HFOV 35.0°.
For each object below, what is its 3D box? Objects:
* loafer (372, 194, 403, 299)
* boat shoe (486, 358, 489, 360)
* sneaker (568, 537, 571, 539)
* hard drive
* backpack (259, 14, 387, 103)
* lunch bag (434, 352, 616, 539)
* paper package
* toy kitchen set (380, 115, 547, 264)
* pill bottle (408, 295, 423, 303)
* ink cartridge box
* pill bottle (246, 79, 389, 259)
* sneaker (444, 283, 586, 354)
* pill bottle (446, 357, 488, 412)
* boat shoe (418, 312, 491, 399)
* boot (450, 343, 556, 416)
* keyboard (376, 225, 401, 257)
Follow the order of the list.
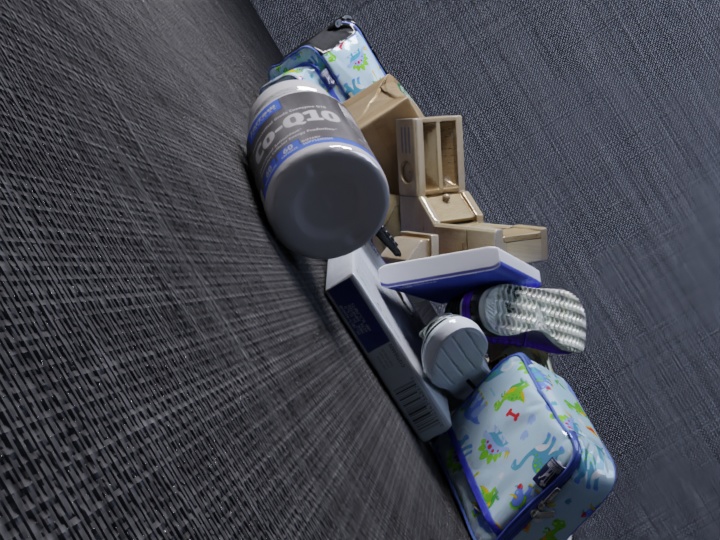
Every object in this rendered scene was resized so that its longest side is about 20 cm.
[{"bbox_3d":[0.042,-0.013,1.519,0.076,0.067,0.200,-125,-159,-60],"label":"loafer"},{"bbox_3d":[0.160,0.146,1.568,0.065,0.072,0.200,115,-37,-44],"label":"boat shoe"},{"bbox_3d":[0.224,0.322,1.553,0.078,0.091,0.200,5,66,-32],"label":"sneaker"},{"bbox_3d":[0.116,0.008,1.278,0.200,0.132,0.025,18,64,-68],"label":"hard drive"},{"bbox_3d":[-0.039,-0.234,1.649,0.200,0.147,0.183,53,-25,-13],"label":"backpack"},{"bbox_3d":[0.162,0.194,1.171,0.082,0.161,0.200,31,20,-27],"label":"lunch bag"},{"bbox_3d":[0.023,-0.129,1.557,0.200,0.191,0.103,56,3,-31],"label":"paper package"},{"bbox_3d":[0.098,-0.094,1.386,0.200,0.163,0.181,11,-74,58],"label":"toy kitchen set"},{"bbox_3d":[0.054,-0.035,1.747,0.120,0.120,0.200,62,5,38],"label":"pill bottle"},{"bbox_3d":[0.030,0.061,1.240,0.200,0.041,0.200,58,11,-13],"label":"ink cartridge box"},{"bbox_3d":[-0.048,-0.105,1.092,0.114,0.114,0.200,56,5,-32],"label":"pill bottle"},{"bbox_3d":[0.176,0.055,1.321,0.200,0.099,0.070,16,72,-41],"label":"sneaker"},{"bbox_3d":[0.167,0.205,1.440,0.200,0.111,0.111,59,4,-4],"label":"pill bottle"},{"bbox_3d":[0.091,0.082,1.208,0.071,0.072,0.200,56,-3,24],"label":"boat shoe"},{"bbox_3d":[0.154,0.140,1.350,0.200,0.155,0.072,60,-31,15],"label":"boot"},{"bbox_3d":[-0.004,-0.089,1.339,0.104,0.040,0.200,46,1,-28],"label":"keyboard"}]
